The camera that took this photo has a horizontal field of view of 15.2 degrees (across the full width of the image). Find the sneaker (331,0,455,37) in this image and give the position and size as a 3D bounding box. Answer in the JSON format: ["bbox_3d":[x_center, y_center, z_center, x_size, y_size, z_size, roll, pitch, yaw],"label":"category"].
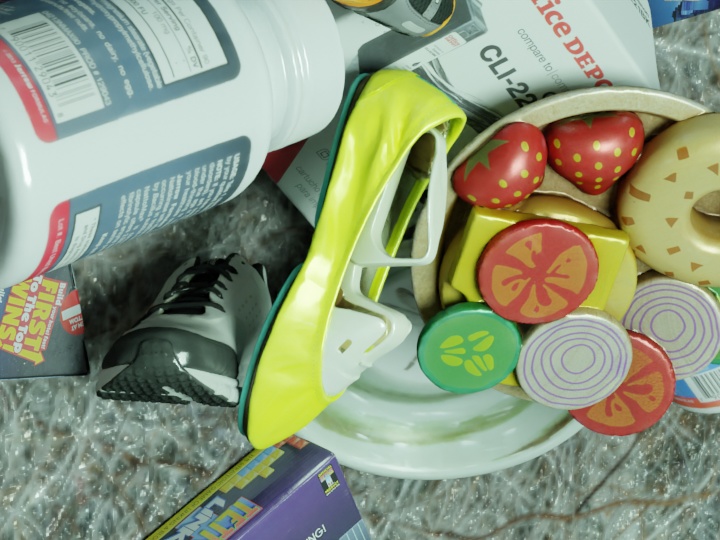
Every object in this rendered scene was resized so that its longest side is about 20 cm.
[{"bbox_3d":[0.005,-0.196,1.306,0.077,0.078,0.201,37,42,-46],"label":"sneaker"}]

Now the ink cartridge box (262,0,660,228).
[{"bbox_3d":[0.036,-0.114,1.390,0.199,0.084,0.144,-26,131,19],"label":"ink cartridge box"}]

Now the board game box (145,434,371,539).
[{"bbox_3d":[-0.072,0.214,1.497,0.200,0.057,0.166,-40,127,-24],"label":"board game box"}]

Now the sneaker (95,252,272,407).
[{"bbox_3d":[-0.087,0.029,1.374,0.200,0.073,0.081,0,96,-84],"label":"sneaker"}]

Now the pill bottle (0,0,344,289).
[{"bbox_3d":[-0.109,-0.076,1.233,0.199,0.119,0.120,-22,117,-37],"label":"pill bottle"}]

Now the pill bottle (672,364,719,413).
[{"bbox_3d":[0.166,-0.025,1.482,0.112,0.112,0.200,-48,123,-17],"label":"pill bottle"}]

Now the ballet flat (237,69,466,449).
[{"bbox_3d":[0.000,0.000,1.323,0.067,0.067,0.201,20,90,-68],"label":"ballet flat"}]

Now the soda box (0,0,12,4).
[{"bbox_3d":[-0.166,-0.160,1.255,0.200,0.068,0.064,13,119,-53],"label":"soda box"}]

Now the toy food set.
[{"bbox_3d":[0.124,-0.004,1.382,0.199,0.049,0.199,8,123,-14],"label":"toy food set"}]

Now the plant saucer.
[{"bbox_3d":[0.044,0.037,1.494,0.199,0.050,0.201,-2,137,-2],"label":"plant saucer"}]

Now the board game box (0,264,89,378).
[{"bbox_3d":[-0.207,-0.024,1.292,0.199,0.062,0.201,18,90,-44],"label":"board game box"}]

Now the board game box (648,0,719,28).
[{"bbox_3d":[0.154,-0.241,1.536,0.199,0.062,0.201,-17,114,-35],"label":"board game box"}]
